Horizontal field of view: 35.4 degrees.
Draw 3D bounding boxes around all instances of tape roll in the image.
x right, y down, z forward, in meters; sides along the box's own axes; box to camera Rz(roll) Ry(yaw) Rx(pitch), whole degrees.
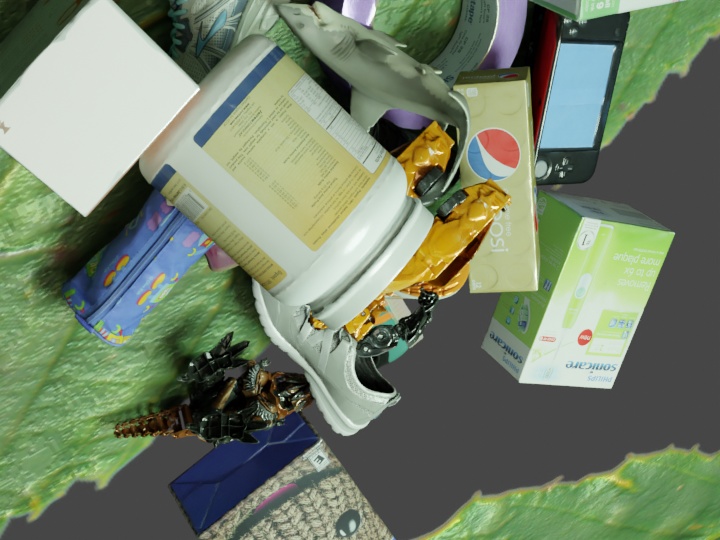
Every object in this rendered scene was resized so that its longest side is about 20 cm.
[{"bbox_3d":[0.055,-0.237,1.046,0.198,0.066,0.202,-14,120,-25],"label":"tape roll"}]

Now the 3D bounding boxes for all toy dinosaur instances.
[{"bbox_3d":[-0.134,0.139,1.109,0.199,0.103,0.136,-34,170,-17],"label":"toy dinosaur"}]

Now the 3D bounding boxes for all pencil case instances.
[{"bbox_3d":[-0.177,-0.023,0.980,0.078,0.087,0.200,44,108,-2],"label":"pencil case"}]

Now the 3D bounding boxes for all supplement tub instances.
[{"bbox_3d":[-0.055,-0.065,0.872,0.200,0.144,0.145,43,90,-9],"label":"supplement tub"}]

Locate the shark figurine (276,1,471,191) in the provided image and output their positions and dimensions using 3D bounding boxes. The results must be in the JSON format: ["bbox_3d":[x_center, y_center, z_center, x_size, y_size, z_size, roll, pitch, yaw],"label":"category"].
[{"bbox_3d":[0.027,-0.140,0.939,0.128,0.214,0.090,1,124,-58],"label":"shark figurine"}]

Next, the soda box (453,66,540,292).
[{"bbox_3d":[0.129,-0.083,1.051,0.067,0.064,0.202,-2,110,12],"label":"soda box"}]

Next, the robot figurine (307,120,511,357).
[{"bbox_3d":[0.028,-0.022,0.977,0.200,0.058,0.145,-45,87,-1],"label":"robot figurine"}]

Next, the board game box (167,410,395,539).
[{"bbox_3d":[-0.079,0.262,1.206,0.159,0.097,0.201,-38,127,-8],"label":"board game box"}]

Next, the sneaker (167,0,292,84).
[{"bbox_3d":[-0.136,-0.202,0.958,0.086,0.078,0.201,33,89,-25],"label":"sneaker"}]

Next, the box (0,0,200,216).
[{"bbox_3d":[-0.213,-0.140,0.846,0.125,0.200,0.097,-47,117,0],"label":"box"}]

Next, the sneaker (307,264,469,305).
[{"bbox_3d":[0.000,0.000,1.053,0.198,0.092,0.077,4,86,2],"label":"sneaker"}]

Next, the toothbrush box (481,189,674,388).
[{"bbox_3d":[0.245,0.024,1.278,0.144,0.086,0.202,7,112,-32],"label":"toothbrush box"}]

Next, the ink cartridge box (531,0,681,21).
[{"bbox_3d":[0.247,-0.308,1.068,0.198,0.145,0.088,-17,123,-22],"label":"ink cartridge box"}]

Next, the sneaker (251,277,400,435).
[{"bbox_3d":[-0.030,0.060,1.104,0.082,0.075,0.201,-27,103,29],"label":"sneaker"}]

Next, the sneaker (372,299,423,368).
[{"bbox_3d":[-0.009,0.031,1.143,0.080,0.071,0.200,-42,128,-8],"label":"sneaker"}]

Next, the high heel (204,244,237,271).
[{"bbox_3d":[-0.070,-0.078,1.052,0.199,0.067,0.097,-30,130,-13],"label":"high heel"}]

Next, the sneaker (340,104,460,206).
[{"bbox_3d":[0.008,-0.106,1.024,0.198,0.077,0.091,3,153,-23],"label":"sneaker"}]

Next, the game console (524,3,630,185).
[{"bbox_3d":[0.217,-0.164,1.143,0.171,0.119,0.202,-4,117,-28],"label":"game console"}]
